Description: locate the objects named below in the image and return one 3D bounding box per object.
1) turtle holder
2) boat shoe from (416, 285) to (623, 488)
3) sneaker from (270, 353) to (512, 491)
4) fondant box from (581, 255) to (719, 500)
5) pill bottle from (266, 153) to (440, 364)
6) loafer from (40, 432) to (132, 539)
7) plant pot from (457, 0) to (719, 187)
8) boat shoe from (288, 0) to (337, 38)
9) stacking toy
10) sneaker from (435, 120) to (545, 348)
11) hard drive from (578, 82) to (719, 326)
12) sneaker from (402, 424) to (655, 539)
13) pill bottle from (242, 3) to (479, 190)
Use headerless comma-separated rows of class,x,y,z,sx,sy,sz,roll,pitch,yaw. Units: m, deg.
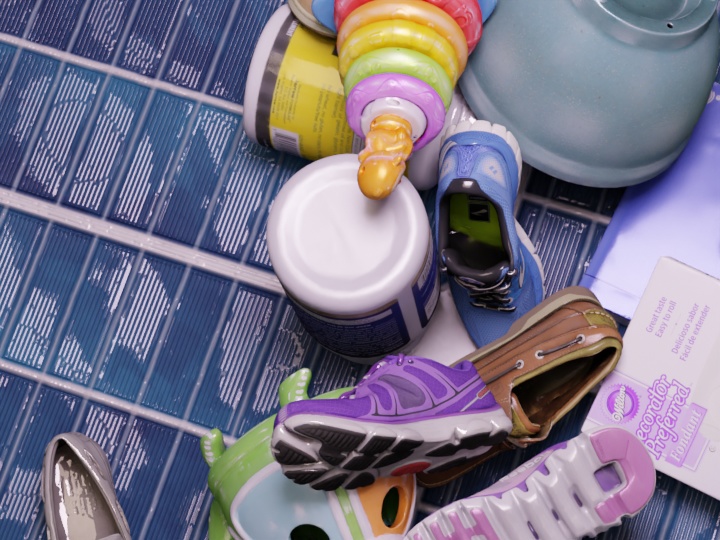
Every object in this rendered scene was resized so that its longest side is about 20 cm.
turtle holder,-0.045,0.169,1.457,0.185,0.141,0.132,-28,68,3
boat shoe,0.106,0.096,1.472,0.200,0.072,0.068,-45,36,13
sneaker,0.013,0.099,1.386,0.081,0.199,0.084,-43,61,38
fondant box,0.281,0.095,1.466,0.199,0.058,0.145,26,96,14
pill bottle,0.000,0.000,1.472,0.115,0.200,0.117,-2,73,6
loafer,-0.201,0.218,1.503,0.069,0.070,0.201,-20,73,1
plant pot,0.181,-0.181,1.471,0.199,0.134,0.201,9,57,-15
boat shoe,-0.017,-0.243,1.553,0.073,0.067,0.200,7,32,-11
stacking toy,0.025,-0.127,1.391,0.109,0.116,0.201,29,46,-24
sneaker,0.086,-0.007,1.475,0.078,0.201,0.089,0,39,19
hard drive,0.266,-0.039,1.541,0.131,0.025,0.201,25,79,13
sneaker,0.115,0.178,1.438,0.199,0.088,0.081,-29,93,-5
pill bottle,0.019,-0.128,1.550,0.199,0.114,0.115,16,77,11
